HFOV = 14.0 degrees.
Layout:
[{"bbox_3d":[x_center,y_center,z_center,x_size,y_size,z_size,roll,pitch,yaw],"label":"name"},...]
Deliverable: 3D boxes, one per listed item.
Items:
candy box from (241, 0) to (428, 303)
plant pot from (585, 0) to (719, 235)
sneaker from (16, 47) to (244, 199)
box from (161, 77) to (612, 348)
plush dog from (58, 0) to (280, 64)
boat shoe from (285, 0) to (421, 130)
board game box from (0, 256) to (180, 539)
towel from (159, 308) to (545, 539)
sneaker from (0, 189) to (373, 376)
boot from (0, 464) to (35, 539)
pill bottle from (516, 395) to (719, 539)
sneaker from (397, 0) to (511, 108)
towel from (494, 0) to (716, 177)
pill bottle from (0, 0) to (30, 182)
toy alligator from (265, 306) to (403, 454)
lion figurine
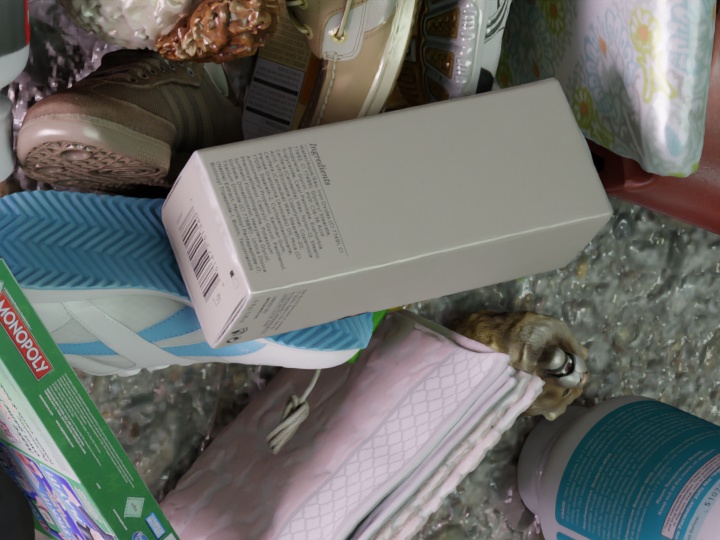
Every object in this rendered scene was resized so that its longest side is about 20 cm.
[{"bbox_3d":[0.003,-0.092,1.523,0.115,0.055,0.201,11,96,-36],"label":"candy box"},{"bbox_3d":[0.224,-0.097,1.608,0.195,0.201,0.201,13,96,-29],"label":"plant pot"},{"bbox_3d":[-0.112,-0.078,1.403,0.200,0.070,0.076,17,70,-73],"label":"sneaker"},{"bbox_3d":[0.013,-0.028,1.402,0.199,0.068,0.082,-11,69,-25],"label":"box"},{"bbox_3d":[-0.089,-0.188,1.378,0.172,0.200,0.160,-61,158,5],"label":"plush dog"},{"bbox_3d":[-0.004,-0.143,1.420,0.066,0.074,0.200,14,115,-11],"label":"boat shoe"},{"bbox_3d":[-0.165,0.061,1.397,0.029,0.134,0.200,-41,124,-19],"label":"board game box"},{"bbox_3d":[-0.022,0.101,1.475,0.200,0.191,0.032,-47,116,-13],"label":"towel"},{"bbox_3d":[-0.093,0.013,1.434,0.199,0.081,0.077,10,56,-8],"label":"sneaker"},{"bbox_3d":[-0.212,0.120,1.432,0.074,0.075,0.200,-55,149,-39],"label":"boot"},{"bbox_3d":[0.174,0.135,1.621,0.111,0.200,0.111,-12,111,-33],"label":"pill bottle"},{"bbox_3d":[0.067,-0.167,1.466,0.087,0.076,0.201,-5,105,-36],"label":"sneaker"},{"bbox_3d":[0.126,-0.155,1.505,0.048,0.200,0.172,-8,110,-22],"label":"towel"},{"bbox_3d":[-0.207,-0.140,1.322,0.114,0.114,0.201,-12,110,-33],"label":"pill bottle"},{"bbox_3d":[0.000,0.000,1.484,0.054,0.059,0.200,39,80,7],"label":"toy alligator"},{"bbox_3d":[0.033,0.092,1.600,0.200,0.072,0.122,-48,134,2],"label":"lion figurine"}]
